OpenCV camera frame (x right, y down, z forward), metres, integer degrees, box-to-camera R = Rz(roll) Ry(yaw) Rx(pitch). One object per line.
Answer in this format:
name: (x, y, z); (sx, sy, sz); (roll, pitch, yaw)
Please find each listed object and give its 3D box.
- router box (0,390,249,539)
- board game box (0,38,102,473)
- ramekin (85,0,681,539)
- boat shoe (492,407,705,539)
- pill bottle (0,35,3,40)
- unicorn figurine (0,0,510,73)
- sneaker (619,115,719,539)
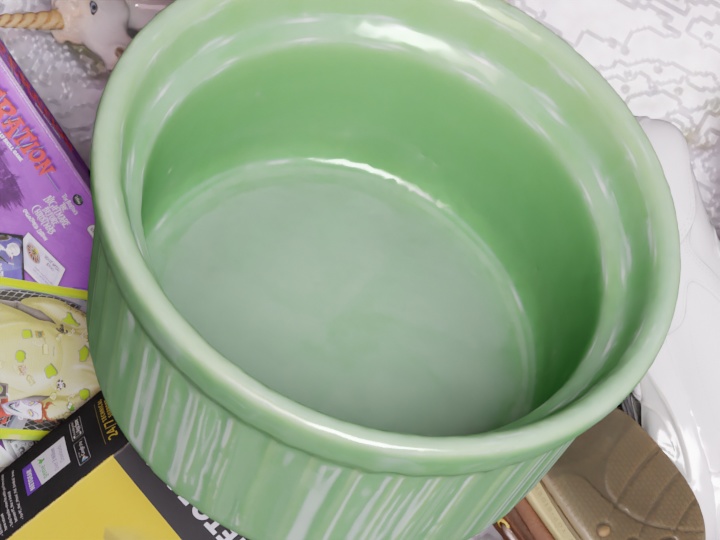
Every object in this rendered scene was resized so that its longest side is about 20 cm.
router box: (-0.080, 0.157, 0.799); (0.157, 0.052, 0.200); (-39, 117, 3)
board game box: (-0.141, 0.009, 0.759); (0.119, 0.032, 0.201); (-27, 125, 5)
ramekin: (0.000, 0.000, 0.708); (0.198, 0.098, 0.201); (9, 53, -12)
boat shoe: (0.049, 0.050, 0.800); (0.072, 0.068, 0.201); (-19, 67, -37)
pill bottle: (-0.235, -0.040, 0.794); (0.198, 0.116, 0.117); (-2, 93, -2)
unicorn figurine: (-0.031, -0.107, 0.819); (0.137, 0.074, 0.200); (43, 78, 7)
sneaker: (0.144, 0.033, 0.825); (0.098, 0.078, 0.202); (-13, 101, -7)
